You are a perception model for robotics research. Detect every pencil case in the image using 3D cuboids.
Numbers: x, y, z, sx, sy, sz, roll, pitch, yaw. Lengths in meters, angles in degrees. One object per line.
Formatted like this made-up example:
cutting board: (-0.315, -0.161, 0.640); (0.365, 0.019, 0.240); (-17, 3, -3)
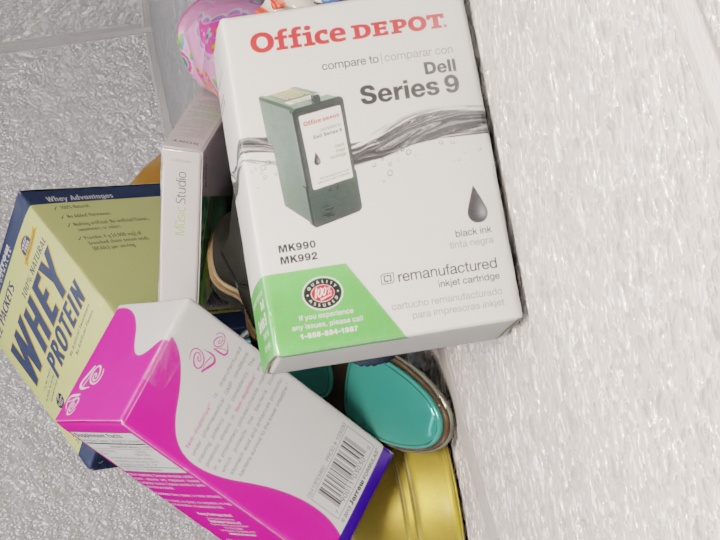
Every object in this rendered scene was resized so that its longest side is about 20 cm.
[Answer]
pencil case: (-0.068, -0.150, 1.685); (0.200, 0.087, 0.088); (-144, 44, -61)

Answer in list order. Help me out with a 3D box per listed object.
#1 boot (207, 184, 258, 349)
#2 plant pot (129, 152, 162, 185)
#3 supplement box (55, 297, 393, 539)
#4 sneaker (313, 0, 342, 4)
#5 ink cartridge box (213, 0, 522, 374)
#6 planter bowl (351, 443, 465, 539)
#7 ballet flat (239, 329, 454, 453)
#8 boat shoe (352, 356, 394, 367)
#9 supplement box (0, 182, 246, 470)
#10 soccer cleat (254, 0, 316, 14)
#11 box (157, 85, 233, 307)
boot: (-0.070, -0.037, 1.640); (0.200, 0.077, 0.138); (-129, 26, -59)
plant pot: (-0.103, 0.002, 2.081); (0.183, 0.200, 0.200); (47, 148, 49)
supplement box: (-0.094, 0.115, 1.597); (0.103, 0.200, 0.101); (-4, 52, 54)
sneaker: (-0.023, -0.267, 1.516); (0.089, 0.078, 0.200); (96, 164, -71)
ink cartridge box: (0.001, -0.052, 1.324); (0.084, 0.146, 0.200); (118, 142, -79)
planter bowl: (0.019, 0.178, 1.706); (0.200, 0.083, 0.201); (172, 90, -83)
ballet flat: (-0.002, 0.077, 1.656); (0.200, 0.064, 0.067); (17, 107, 34)
boat shoe: (0.013, -0.010, 1.608); (0.069, 0.084, 0.200); (91, -176, -51)
supplement box: (-0.168, 0.039, 1.877); (0.200, 0.200, 0.134); (48, 129, 38)
soccer cleat: (0.004, -0.123, 1.560); (0.200, 0.078, 0.069); (62, 154, -5)
box: (-0.117, -0.069, 1.793); (0.200, 0.036, 0.144); (-66, -18, -61)
